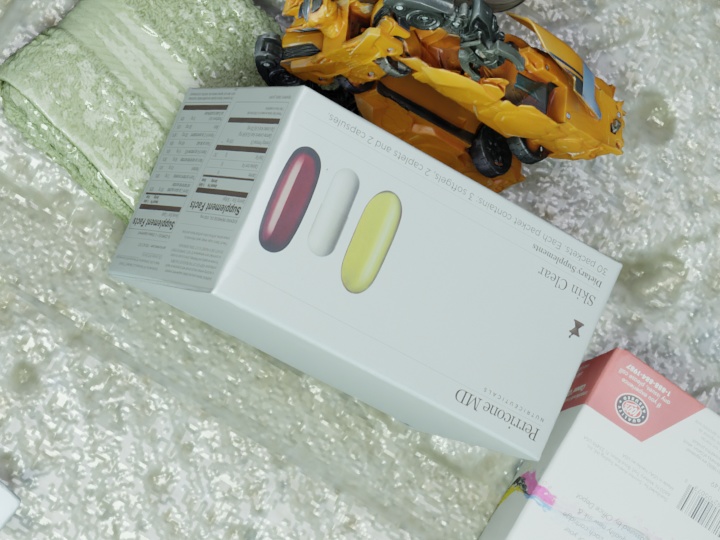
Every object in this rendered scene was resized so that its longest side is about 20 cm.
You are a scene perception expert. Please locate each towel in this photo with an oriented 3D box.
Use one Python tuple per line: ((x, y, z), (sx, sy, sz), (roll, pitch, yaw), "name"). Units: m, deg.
((-0.084, -0.079, 1.362), (0.200, 0.036, 0.148), (44, 73, -4), "towel")

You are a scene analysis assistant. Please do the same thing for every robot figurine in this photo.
((0.040, -0.103, 1.322), (0.199, 0.144, 0.059), (30, 55, -39), "robot figurine")

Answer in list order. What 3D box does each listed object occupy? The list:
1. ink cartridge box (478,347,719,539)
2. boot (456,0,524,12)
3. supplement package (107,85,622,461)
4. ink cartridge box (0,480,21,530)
((0.126, 0.159, 1.363), (0.116, 0.067, 0.201), (35, 73, -6), "ink cartridge box")
((0.018, -0.189, 1.304), (0.198, 0.151, 0.074), (13, 80, -13), "boot")
((0.000, 0.000, 1.282), (0.199, 0.156, 0.112), (27, 82, -24), "supplement package")
((-0.294, 0.142, 1.268), (0.160, 0.047, 0.200), (40, 72, -6), "ink cartridge box")
